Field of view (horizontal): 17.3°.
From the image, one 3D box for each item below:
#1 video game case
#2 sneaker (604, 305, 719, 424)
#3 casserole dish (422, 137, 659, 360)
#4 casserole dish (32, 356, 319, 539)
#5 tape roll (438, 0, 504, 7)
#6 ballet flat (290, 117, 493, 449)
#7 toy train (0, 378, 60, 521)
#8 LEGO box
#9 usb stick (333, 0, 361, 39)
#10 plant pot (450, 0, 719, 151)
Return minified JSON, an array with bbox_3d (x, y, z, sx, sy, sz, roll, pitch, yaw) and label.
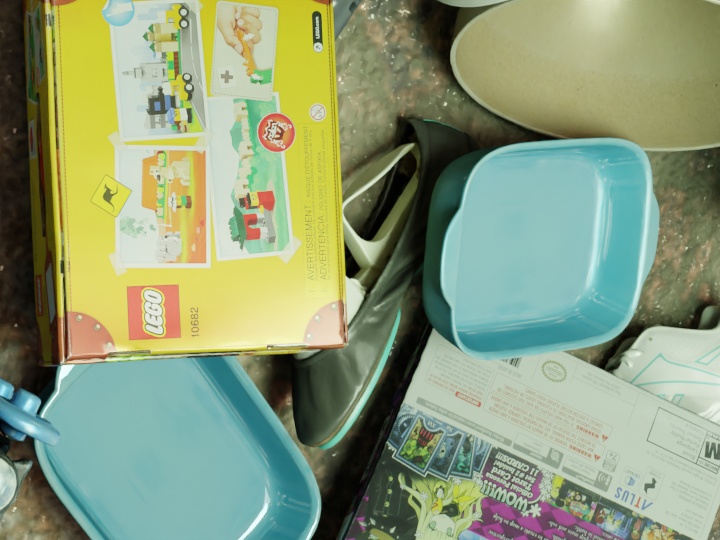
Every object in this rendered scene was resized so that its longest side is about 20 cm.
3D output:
[{"bbox_3d":[0.099,0.137,1.352,0.199,0.036,0.182,25,74,-6],"label":"video game case"},{"bbox_3d":[0.166,0.081,1.437,0.199,0.070,0.081,-24,93,-23],"label":"sneaker"},{"bbox_3d":[0.097,-0.016,1.334,0.199,0.039,0.122,-6,105,-47],"label":"casserole dish"},{"bbox_3d":[-0.104,0.106,1.285,0.121,0.039,0.201,-44,120,-18],"label":"casserole dish"},{"bbox_3d":[0.069,-0.254,1.214,0.203,0.202,0.139,-49,120,-11],"label":"tape roll"},{"bbox_3d":[0.000,0.000,1.316,0.068,0.068,0.201,37,70,-21],"label":"ballet flat"},{"bbox_3d":[-0.219,0.072,1.130,0.114,0.200,0.087,30,86,-21],"label":"toy train"},{"bbox_3d":[-0.090,-0.055,1.198,0.148,0.077,0.202,-2,88,-17],"label":"LEGO box"},{"bbox_3d":[-0.068,-0.086,1.272,0.055,0.033,0.201,37,82,-30],"label":"usb stick"},{"bbox_3d":[0.156,-0.168,1.307,0.199,0.200,0.135,21,66,-32],"label":"plant pot"}]
